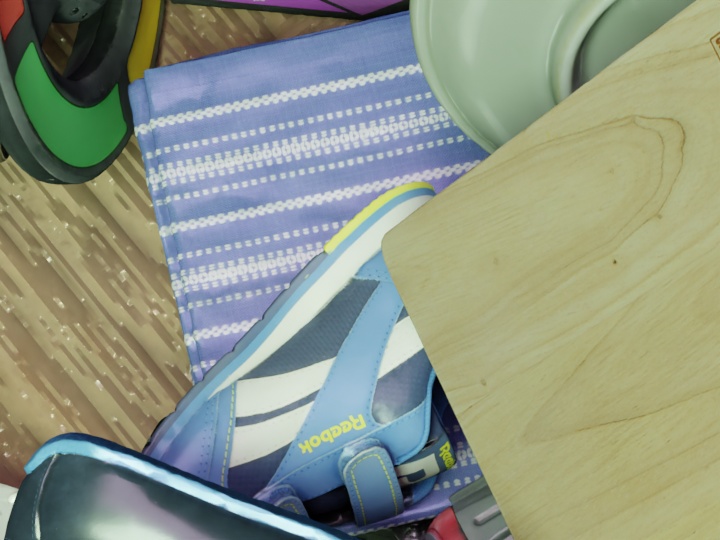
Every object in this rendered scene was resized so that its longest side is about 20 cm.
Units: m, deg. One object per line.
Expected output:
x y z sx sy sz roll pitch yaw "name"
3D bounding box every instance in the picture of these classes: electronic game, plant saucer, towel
-0.109 -0.132 0.963 0.042 0.200 0.201 2 73 14 "electronic game"
0.118 -0.084 0.900 0.200 0.200 0.050 -7 46 3 "plant saucer"
0.000 0.000 0.974 0.144 0.024 0.200 -13 73 -1 "towel"

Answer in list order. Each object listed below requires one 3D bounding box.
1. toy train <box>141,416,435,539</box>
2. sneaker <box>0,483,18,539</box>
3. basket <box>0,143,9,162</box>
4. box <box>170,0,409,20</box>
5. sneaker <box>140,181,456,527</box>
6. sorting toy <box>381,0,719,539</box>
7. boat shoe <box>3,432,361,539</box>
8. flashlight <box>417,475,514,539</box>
0.015 0.085 0.973 0.199 0.034 0.046 11 63 9 "toy train"
-0.139 0.102 0.973 0.115 0.076 0.201 -21 57 -29 "sneaker"
-0.237 -0.097 0.996 0.199 0.136 0.181 -2 115 -2 "basket"
-0.015 -0.143 0.958 0.143 0.200 0.036 6 73 7 "box"
-0.017 0.062 0.907 0.082 0.074 0.200 40 80 11 "sneaker"
0.126 0.031 0.819 0.070 0.200 0.199 -15 75 -43 "sorting toy"
-0.021 0.117 0.843 0.200 0.084 0.069 22 87 9 "boat shoe"
-0.009 0.146 0.914 0.200 0.068 0.068 -32 110 3 "flashlight"
